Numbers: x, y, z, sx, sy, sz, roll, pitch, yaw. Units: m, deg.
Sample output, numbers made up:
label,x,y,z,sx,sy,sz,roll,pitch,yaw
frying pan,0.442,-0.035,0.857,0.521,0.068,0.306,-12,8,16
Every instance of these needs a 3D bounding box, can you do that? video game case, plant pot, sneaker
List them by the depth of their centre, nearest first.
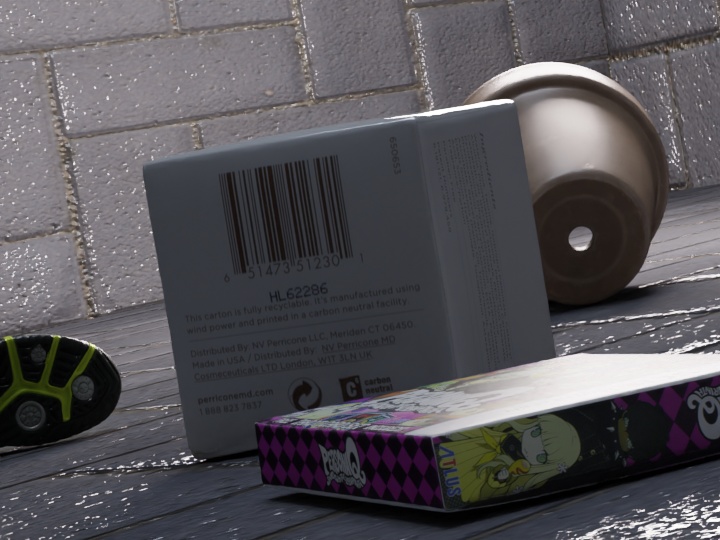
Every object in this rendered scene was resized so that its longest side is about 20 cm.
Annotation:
label,x,y,z,sx,sy,sz,roll,pitch,yaw
video game case,0.071,0.067,1.039,0.180,0.036,0.200,-10,2,-23
sneaker,-0.256,0.085,1.564,0.198,0.076,0.076,-10,3,-18
plant pot,0.167,-0.051,1.951,0.198,0.202,0.175,-10,21,-2

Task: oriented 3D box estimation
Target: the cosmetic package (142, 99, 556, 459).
label,x,y,z,sx,sy,sz,roll,pitch,yaw
cosmetic package,0.000,0.000,1.349,0.166,0.168,0.200,-9,4,20
